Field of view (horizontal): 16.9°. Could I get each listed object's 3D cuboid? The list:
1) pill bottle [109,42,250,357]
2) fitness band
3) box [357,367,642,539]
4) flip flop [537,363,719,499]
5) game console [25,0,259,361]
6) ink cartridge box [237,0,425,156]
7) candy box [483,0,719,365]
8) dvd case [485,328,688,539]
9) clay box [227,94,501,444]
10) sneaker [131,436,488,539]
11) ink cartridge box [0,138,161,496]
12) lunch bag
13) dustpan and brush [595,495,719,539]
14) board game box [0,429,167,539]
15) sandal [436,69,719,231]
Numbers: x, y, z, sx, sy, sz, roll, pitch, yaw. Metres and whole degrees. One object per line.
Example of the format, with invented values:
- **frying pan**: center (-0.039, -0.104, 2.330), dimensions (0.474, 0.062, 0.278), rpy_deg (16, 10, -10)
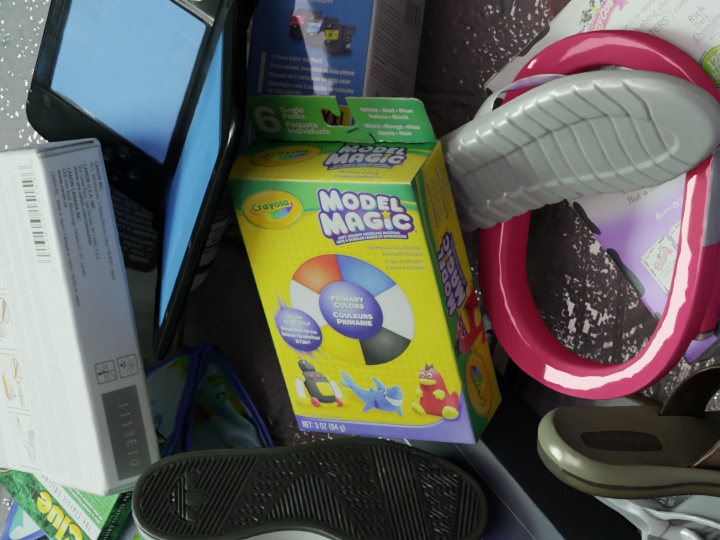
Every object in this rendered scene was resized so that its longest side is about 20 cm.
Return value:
- **pill bottle**: center (-0.136, -0.054, 1.519), dimensions (0.116, 0.116, 0.201), rpy_deg (31, 111, 26)
- **fitness band**: center (0.133, -0.030, 1.315), dimensions (0.143, 0.037, 0.201), rpy_deg (17, 107, 34)
- **box**: center (0.074, 0.169, 1.417), dimensions (0.200, 0.079, 0.141), rpy_deg (49, 116, 19)
- **flip flop**: center (0.188, 0.079, 1.284), dimensions (0.081, 0.199, 0.058), rpy_deg (-123, 38, -57)
- **game console**: center (-0.129, -0.085, 1.348), dimensions (0.175, 0.116, 0.201), rpy_deg (34, 136, 11)
- **ink cartridge box**: center (-0.010, -0.155, 1.395), dimensions (0.076, 0.136, 0.201), rpy_deg (8, 89, 12)
- **candy box**: center (0.192, -0.081, 1.331), dimensions (0.168, 0.071, 0.200), rpy_deg (-44, 73, 29)
- **dvd case**: center (0.138, 0.140, 1.425), dimensions (0.199, 0.016, 0.150), rpy_deg (25, 109, 28)
- **clay box**: center (0.000, 0.000, 1.320), dimensions (0.114, 0.048, 0.201), rpy_deg (2, 126, 27)
- **sneaker**: center (-0.028, 0.155, 1.391), dimensions (0.198, 0.121, 0.084), rpy_deg (2, 64, 1)
- **ink cartridge box**: center (-0.185, 0.026, 1.432), dimensions (0.173, 0.043, 0.201), rpy_deg (2, 104, 63)
- **lunch bag**: center (-0.134, 0.165, 1.548), dimensions (0.170, 0.127, 0.201), rpy_deg (-26, 66, 35)
- **dustpan and brush**: center (0.183, 0.146, 1.310), dimensions (0.200, 0.057, 0.140), rpy_deg (46, 154, 4)
- **board game box**: center (-0.207, 0.084, 1.509), dimensions (0.200, 0.023, 0.105), rpy_deg (44, 115, 28)
- **sandal**: center (0.101, -0.075, 1.275), dimensions (0.202, 0.082, 0.050), rpy_deg (-15, 45, 40)
